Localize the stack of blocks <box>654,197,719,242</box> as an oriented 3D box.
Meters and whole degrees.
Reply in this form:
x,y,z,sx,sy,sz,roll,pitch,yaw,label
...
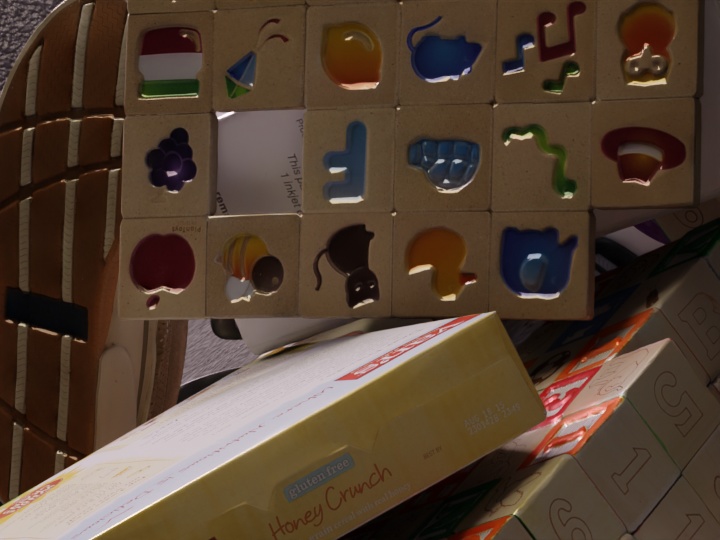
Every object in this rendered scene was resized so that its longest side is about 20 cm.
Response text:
x,y,z,sx,sy,sz,roll,pitch,yaw,label
0.209,-0.071,1.093,0.200,0.059,0.115,-29,12,41,stack of blocks

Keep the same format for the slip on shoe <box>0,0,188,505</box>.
x,y,z,sx,sy,sz,roll,pitch,yaw,label
-0.088,-0.006,1.066,0.076,0.201,0.060,16,21,30,slip on shoe

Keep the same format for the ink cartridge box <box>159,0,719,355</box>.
x,y,z,sx,sy,sz,roll,pitch,yaw,label
0.054,-0.058,1.020,0.199,0.084,0.146,-19,12,23,ink cartridge box

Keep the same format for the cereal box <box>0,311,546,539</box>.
x,y,z,sx,sy,sz,roll,pitch,yaw,label
-0.044,0.066,0.912,0.143,0.040,0.200,-29,6,-18,cereal box

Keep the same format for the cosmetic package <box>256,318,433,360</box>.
x,y,z,sx,sy,sz,roll,pitch,yaw,label
-0.039,0.105,1.081,0.103,0.087,0.200,-29,12,47,cosmetic package

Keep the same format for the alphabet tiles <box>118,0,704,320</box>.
x,y,z,sx,sy,sz,roll,pitch,yaw,label
0.013,-0.068,0.946,0.199,0.168,0.008,0,-5,25,alphabet tiles

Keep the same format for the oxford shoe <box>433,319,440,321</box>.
x,y,z,sx,sy,sz,roll,pitch,yaw,label
0.000,0.000,1.181,0.071,0.200,0.073,-6,57,20,oxford shoe

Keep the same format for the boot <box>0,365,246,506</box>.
x,y,z,sx,sy,sz,roll,pitch,yaw,label
-0.064,0.093,1.359,0.188,0.069,0.200,-30,-6,9,boot

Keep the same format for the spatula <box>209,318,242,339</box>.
x,y,z,sx,sy,sz,roll,pitch,yaw,label
0.003,0.017,1.256,0.020,0.057,0.200,19,13,39,spatula

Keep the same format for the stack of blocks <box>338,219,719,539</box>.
x,y,z,sx,sy,sz,roll,pitch,yaw,label
0.067,0.066,0.914,0.115,0.059,0.200,-26,15,51,stack of blocks

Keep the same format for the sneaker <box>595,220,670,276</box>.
x,y,z,sx,sy,sz,roll,pitch,yaw,label
0.055,-0.067,1.181,0.074,0.200,0.088,-14,47,53,sneaker
